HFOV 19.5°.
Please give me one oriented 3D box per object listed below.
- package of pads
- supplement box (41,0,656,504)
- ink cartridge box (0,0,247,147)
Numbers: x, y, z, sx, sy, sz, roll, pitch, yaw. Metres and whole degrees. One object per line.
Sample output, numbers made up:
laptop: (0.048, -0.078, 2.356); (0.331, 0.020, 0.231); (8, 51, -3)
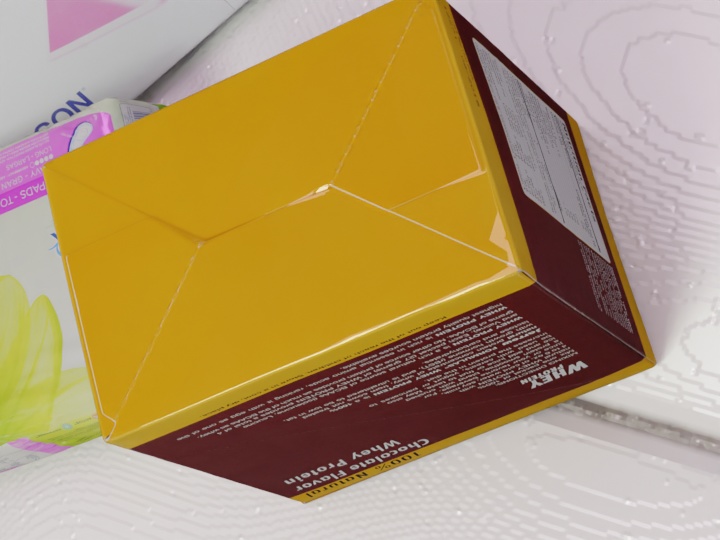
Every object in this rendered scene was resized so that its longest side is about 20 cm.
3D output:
package of pads: (-0.169, 0.017, 1.084); (0.199, 0.068, 0.155); (-22, 76, 25)
supplement box: (0.000, 0.000, 0.951); (0.197, 0.200, 0.133); (-23, 68, 18)
ink cartridge box: (-0.172, -0.163, 1.076); (0.196, 0.200, 0.043); (-39, 38, 12)
